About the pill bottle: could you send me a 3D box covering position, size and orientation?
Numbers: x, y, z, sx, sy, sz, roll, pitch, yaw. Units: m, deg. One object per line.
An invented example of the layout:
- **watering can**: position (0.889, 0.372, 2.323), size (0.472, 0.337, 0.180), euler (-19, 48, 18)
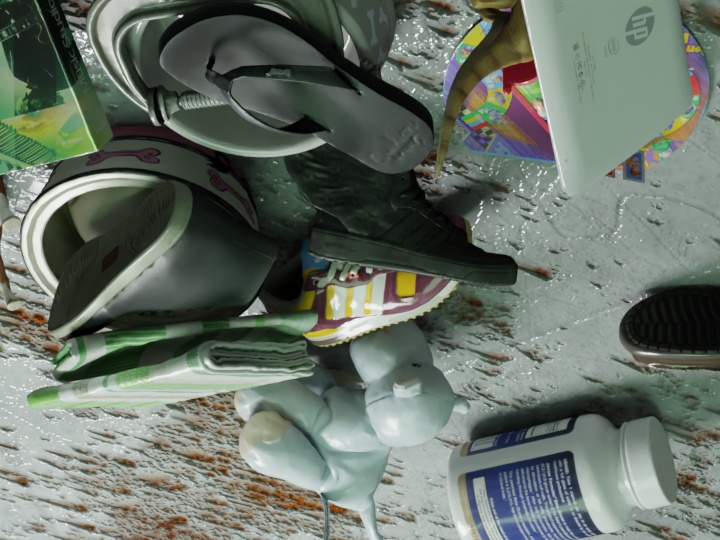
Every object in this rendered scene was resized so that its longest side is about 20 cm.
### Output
- **pill bottle**: position (0.190, 0.198, 1.505), size (0.198, 0.112, 0.111), euler (-16, 136, 24)

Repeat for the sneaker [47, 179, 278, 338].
- **sneaker**: position (-0.157, 0.015, 1.244), size (0.106, 0.075, 0.199), euler (27, 138, -31)

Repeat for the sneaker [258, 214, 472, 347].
- **sneaker**: position (0.000, 0.000, 1.322), size (0.199, 0.076, 0.090), euler (-29, 135, 33)

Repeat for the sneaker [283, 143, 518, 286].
- **sneaker**: position (0.031, -0.051, 1.242), size (0.197, 0.105, 0.060), euler (9, 180, -2)

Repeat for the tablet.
- **tablet**: position (0.171, -0.157, 1.091), size (0.130, 0.014, 0.201), euler (-36, 135, -18)

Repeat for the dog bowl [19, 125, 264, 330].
- **dog bowl**: position (-0.172, -0.035, 1.301), size (0.198, 0.074, 0.201), euler (3, 139, 3)

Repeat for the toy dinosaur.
- **toy dinosaur**: position (0.104, -0.159, 1.079), size (0.199, 0.107, 0.061), euler (-30, 166, -21)

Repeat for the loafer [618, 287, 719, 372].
- **loafer**: position (0.319, 0.063, 1.361), size (0.198, 0.074, 0.071), euler (0, 139, 7)

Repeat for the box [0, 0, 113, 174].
- **box**: position (-0.276, -0.164, 1.131), size (0.143, 0.036, 0.202), euler (-11, 115, 21)

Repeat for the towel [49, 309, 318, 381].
- **towel**: position (-0.148, 0.062, 1.310), size (0.198, 0.024, 0.152), euler (-5, 170, -18)

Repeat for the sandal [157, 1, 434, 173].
- **sandal**: position (-0.038, -0.117, 1.062), size (0.198, 0.043, 0.076), euler (21, 132, -17)

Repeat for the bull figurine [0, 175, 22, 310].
- **bull figurine**: position (-0.312, -0.054, 1.276), size (0.065, 0.122, 0.201), euler (-17, 151, -16)

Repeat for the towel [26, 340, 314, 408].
- **towel**: position (-0.156, 0.086, 1.319), size (0.198, 0.031, 0.149), euler (-13, 168, 33)

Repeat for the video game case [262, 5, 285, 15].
- **video game case**: position (-0.128, -0.244, 1.094), size (0.198, 0.019, 0.143), euler (11, 139, -8)

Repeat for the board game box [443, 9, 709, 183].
- **board game box**: position (0.160, -0.120, 1.187), size (0.198, 0.039, 0.159), euler (7, 140, -3)

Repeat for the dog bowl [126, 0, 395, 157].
- **dog bowl**: position (-0.075, -0.160, 1.128), size (0.198, 0.059, 0.201), euler (3, 141, 2)

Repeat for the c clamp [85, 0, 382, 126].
- **c clamp**: position (-0.082, -0.137, 1.089), size (0.198, 0.027, 0.172), euler (-2, 140, 7)

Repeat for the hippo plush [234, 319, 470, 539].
- **hippo plush**: position (-0.005, 0.122, 1.392), size (0.160, 0.202, 0.158), euler (-38, 146, 30)
